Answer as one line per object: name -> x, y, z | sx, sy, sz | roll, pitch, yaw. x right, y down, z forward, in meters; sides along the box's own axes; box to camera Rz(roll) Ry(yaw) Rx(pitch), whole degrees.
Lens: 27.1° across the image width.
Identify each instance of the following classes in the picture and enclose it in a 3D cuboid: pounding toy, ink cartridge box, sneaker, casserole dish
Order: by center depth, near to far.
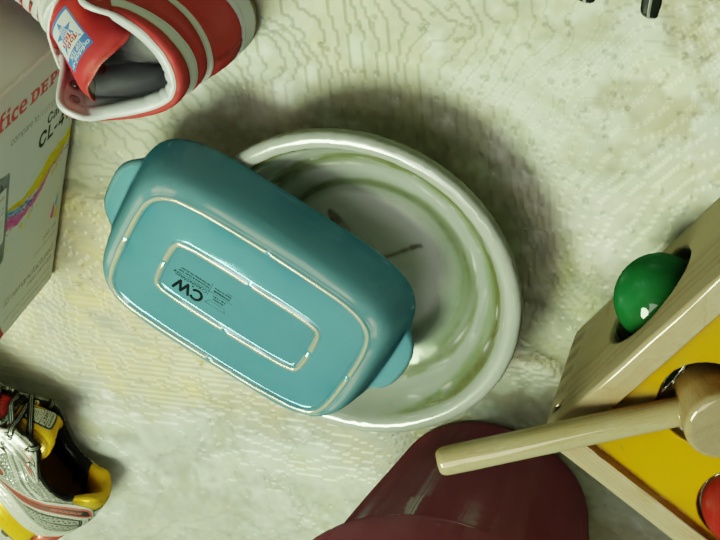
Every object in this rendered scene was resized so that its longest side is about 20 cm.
pounding toy -> 0.181, 0.069, 0.779 | 0.200, 0.142, 0.184 | 37, 126, -6
sneaker -> -0.163, -0.147, 0.788 | 0.199, 0.113, 0.072 | 23, 127, 5
casserole dish -> -0.063, 0.011, 0.839 | 0.199, 0.039, 0.121 | 33, 127, -1
ink cartridge box -> -0.235, -0.046, 0.860 | 0.085, 0.148, 0.201 | 22, 128, 6
sneaker -> -0.245, 0.099, 1.012 | 0.082, 0.078, 0.200 | -25, 120, 28

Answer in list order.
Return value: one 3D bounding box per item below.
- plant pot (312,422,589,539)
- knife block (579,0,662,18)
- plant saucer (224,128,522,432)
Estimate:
plant pot -> 0.057, 0.195, 0.886 | 0.199, 0.179, 0.201 | 9, 124, 14
knife block -> 0.103, -0.195, 0.638 | 0.200, 0.064, 0.175 | 37, 150, -31
plant saucer -> 0.000, 0.000, 0.861 | 0.199, 0.050, 0.201 | 10, 125, 15
